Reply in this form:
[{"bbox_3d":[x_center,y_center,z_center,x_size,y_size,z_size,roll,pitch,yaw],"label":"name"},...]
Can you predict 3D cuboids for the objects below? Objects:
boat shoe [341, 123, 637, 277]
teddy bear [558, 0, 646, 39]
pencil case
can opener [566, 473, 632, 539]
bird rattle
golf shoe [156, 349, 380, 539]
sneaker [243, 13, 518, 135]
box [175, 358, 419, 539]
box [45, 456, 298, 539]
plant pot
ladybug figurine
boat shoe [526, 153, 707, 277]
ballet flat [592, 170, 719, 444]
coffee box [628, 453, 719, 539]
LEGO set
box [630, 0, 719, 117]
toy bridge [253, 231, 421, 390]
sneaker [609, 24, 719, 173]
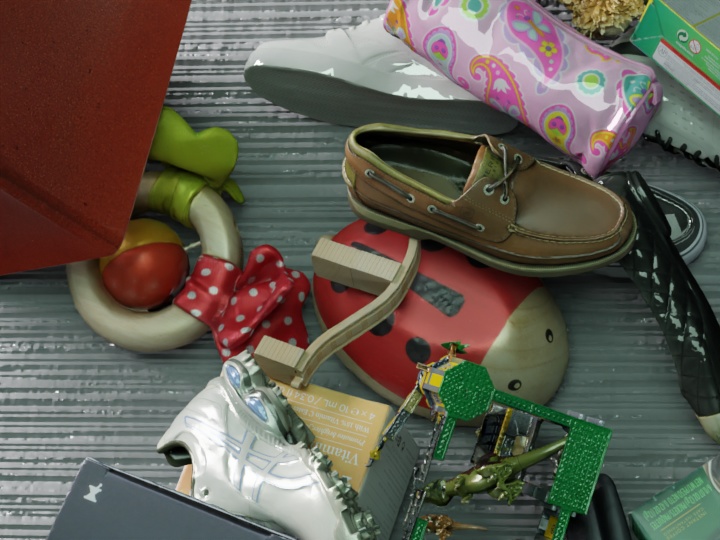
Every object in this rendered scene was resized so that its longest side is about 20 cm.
[{"bbox_3d":[0.083,-0.049,1.616,0.199,0.068,0.072,9,57,11],"label":"boat shoe"},{"bbox_3d":[0.150,-0.239,1.757,0.144,0.067,0.200,-25,51,-1],"label":"teddy bear"},{"bbox_3d":[0.110,-0.149,1.687,0.200,0.087,0.088,36,78,12],"label":"pencil case"},{"bbox_3d":[0.170,0.223,1.611,0.078,0.063,0.201,-27,55,26],"label":"can opener"},{"bbox_3d":[-0.126,-0.007,1.739,0.162,0.113,0.201,-22,80,11],"label":"bird rattle"},{"bbox_3d":[-0.056,0.144,1.539,0.097,0.078,0.200,-37,44,-4],"label":"golf shoe"},{"bbox_3d":[0.021,-0.167,1.778,0.199,0.074,0.116,8,67,2],"label":"sneaker"},{"bbox_3d":[-0.058,0.179,1.631,0.124,0.098,0.201,14,72,19],"label":"box"},{"bbox_3d":[-0.093,0.204,1.463,0.147,0.200,0.105,19,77,21],"label":"box"},{"bbox_3d":[-0.263,-0.126,1.694,0.199,0.176,0.201,-8,61,48],"label":"plant pot"},{"bbox_3d":[0.050,0.026,1.693,0.199,0.072,0.136,27,75,17],"label":"ladybug figurine"},{"bbox_3d":[0.142,-0.049,1.711,0.199,0.066,0.070,16,73,13],"label":"boat shoe"},{"bbox_3d":[0.204,0.027,1.664,0.057,0.066,0.201,-26,86,16],"label":"ballet flat"},{"bbox_3d":[0.280,0.210,1.605,0.123,0.044,0.200,-31,68,-5],"label":"coffee box"},{"bbox_3d":[0.069,0.148,1.600,0.153,0.116,0.201,10,90,-17],"label":"LEGO set"},{"bbox_3d":[0.290,-0.167,1.707,0.117,0.048,0.200,44,45,21],"label":"box"},{"bbox_3d":[0.000,0.000,1.649,0.067,0.027,0.201,18,59,19],"label":"toy bridge"},{"bbox_3d":[0.242,-0.098,1.720,0.080,0.074,0.200,-37,60,-2],"label":"sneaker"}]
